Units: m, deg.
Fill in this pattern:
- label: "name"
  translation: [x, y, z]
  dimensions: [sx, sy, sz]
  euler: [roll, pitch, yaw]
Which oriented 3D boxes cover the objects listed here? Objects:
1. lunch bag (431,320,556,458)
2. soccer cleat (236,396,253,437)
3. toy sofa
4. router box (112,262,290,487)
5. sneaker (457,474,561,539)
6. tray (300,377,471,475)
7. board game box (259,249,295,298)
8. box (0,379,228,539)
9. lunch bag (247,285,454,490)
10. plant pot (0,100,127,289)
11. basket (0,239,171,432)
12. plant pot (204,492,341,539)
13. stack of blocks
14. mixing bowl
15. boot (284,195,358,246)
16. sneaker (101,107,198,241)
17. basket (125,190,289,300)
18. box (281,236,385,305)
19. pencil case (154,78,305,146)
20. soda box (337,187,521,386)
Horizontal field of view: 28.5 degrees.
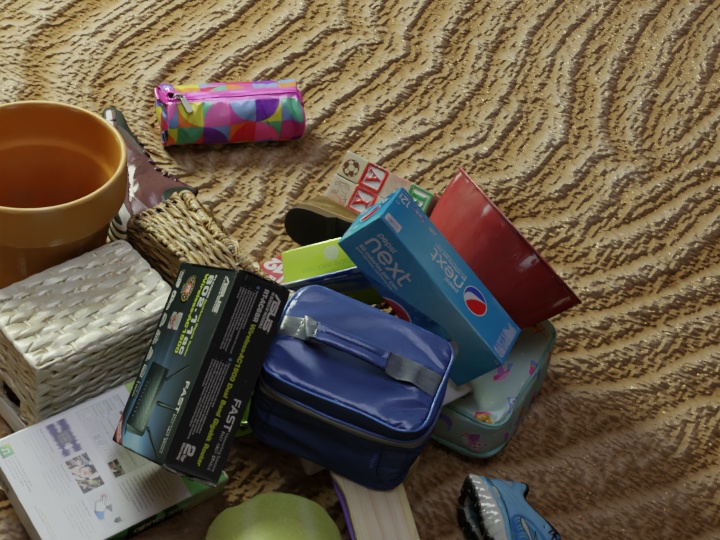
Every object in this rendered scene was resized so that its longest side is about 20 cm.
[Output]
- label: "lunch bag"
  translation: [0.120, 0.106, 1.591]
  dimensions: [0.160, 0.077, 0.200]
  euler: [22, 44, 15]
- label: "soccer cleat"
  translation: [-0.074, 0.108, 1.530]
  dimensions: [0.200, 0.081, 0.068]
  euler: [-43, 77, 1]
- label: "toy sofa"
  translation: [0.027, 0.280, 1.391]
  dimensions: [0.097, 0.083, 0.200]
  euler: [-2, 46, -18]
- label: "router box"
  translation: [-0.156, 0.095, 1.367]
  dimensions: [0.062, 0.150, 0.200]
  euler: [24, 81, -28]
- label: "sneaker"
  translation: [0.169, 0.283, 1.423]
  dimensions: [0.090, 0.078, 0.200]
  euler: [-3, 46, -19]
- label: "tray"
  translation: [0.012, 0.129, 1.512]
  dimensions: [0.200, 0.022, 0.107]
  euler: [-29, 50, 7]
- label: "board game box"
  translation: [-0.129, 0.048, 1.638]
  dimensions: [0.200, 0.030, 0.096]
  euler: [-29, 57, -30]
- label: "box"
  translation: [-0.254, 0.200, 1.430]
  dimensions: [0.200, 0.036, 0.144]
  euler: [-24, 68, -29]
- label: "lunch bag"
  translation: [-0.015, 0.105, 1.392]
  dimensions: [0.200, 0.132, 0.136]
  euler: [22, 48, 4]
- label: "plant pot"
  translation: [-0.359, -0.058, 1.578]
  dimensions: [0.200, 0.183, 0.200]
  euler: [4, 41, -3]
- label: "basket"
  translation: [-0.296, 0.074, 1.506]
  dimensions: [0.200, 0.123, 0.136]
  euler: [-27, 56, -32]
- label: "plant pot"
  translation: [-0.075, 0.310, 1.285]
  dimensions: [0.200, 0.201, 0.184]
  euler: [2, 33, -9]
- label: "stack of blocks"
  translation: [0.050, -0.073, 1.653]
  dimensions: [0.115, 0.059, 0.200]
  euler: [28, 3, 19]
- label: "mixing bowl"
  translation: [0.136, -0.004, 1.542]
  dimensions: [0.108, 0.200, 0.200]
  euler: [-43, 57, 5]
- label: "boot"
  translation: [0.011, -0.040, 1.729]
  dimensions: [0.200, 0.074, 0.075]
  euler: [26, 33, 16]
- label: "sneaker"
  translation: [-0.261, -0.116, 1.753]
  dimensions: [0.115, 0.076, 0.200]
  euler: [-1, 55, -19]
- label: "basket"
  translation: [-0.148, -0.001, 1.562]
  dimensions: [0.149, 0.143, 0.200]
  euler: [-26, 56, -29]
- label: "box"
  translation: [0.000, 0.000, 1.573]
  dimensions: [0.122, 0.200, 0.048]
  euler: [-14, 76, 21]
- label: "pencil case"
  translation: [-0.171, -0.206, 1.846]
  dimensions: [0.200, 0.088, 0.088]
  euler: [-5, 46, -17]
- label: "soda box"
  translation: [0.072, 0.018, 1.447]
  dimensions: [0.200, 0.068, 0.064]
  euler: [50, 40, -11]
